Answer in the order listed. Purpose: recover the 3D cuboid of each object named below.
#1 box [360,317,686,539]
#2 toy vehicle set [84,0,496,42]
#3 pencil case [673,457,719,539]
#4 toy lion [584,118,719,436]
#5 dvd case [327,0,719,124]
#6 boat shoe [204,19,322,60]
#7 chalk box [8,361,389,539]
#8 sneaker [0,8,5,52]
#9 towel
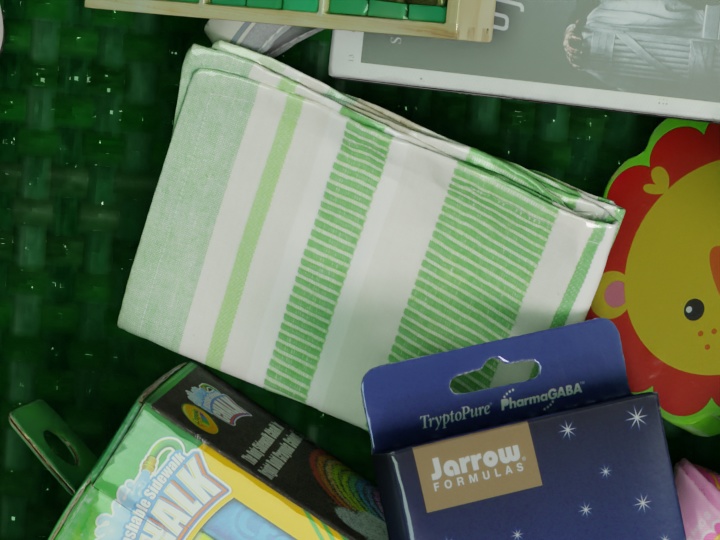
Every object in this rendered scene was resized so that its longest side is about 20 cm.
[{"bbox_3d":[0.076,0.127,1.048,0.120,0.032,0.202,-12,87,-17],"label":"box"},{"bbox_3d":[-0.028,-0.162,1.054,0.199,0.026,0.125,8,96,37],"label":"toy vehicle set"},{"bbox_3d":[0.117,0.176,1.126,0.087,0.087,0.200,38,98,2],"label":"pencil case"},{"bbox_3d":[0.190,0.002,1.073,0.200,0.069,0.192,-38,59,17],"label":"toy lion"},{"bbox_3d":[0.092,-0.142,1.053,0.198,0.025,0.152,7,96,7],"label":"dvd case"},{"bbox_3d":[0.028,-0.137,1.108,0.200,0.070,0.072,-33,86,6],"label":"boat shoe"},{"bbox_3d":[-0.071,0.126,1.121,0.199,0.125,0.124,33,98,3],"label":"chalk box"},{"bbox_3d":[-0.218,-0.171,1.123,0.070,0.090,0.201,-24,93,8],"label":"sneaker"},{"bbox_3d":[0.000,0.000,1.120,0.199,0.023,0.153,22,118,8],"label":"towel"}]
